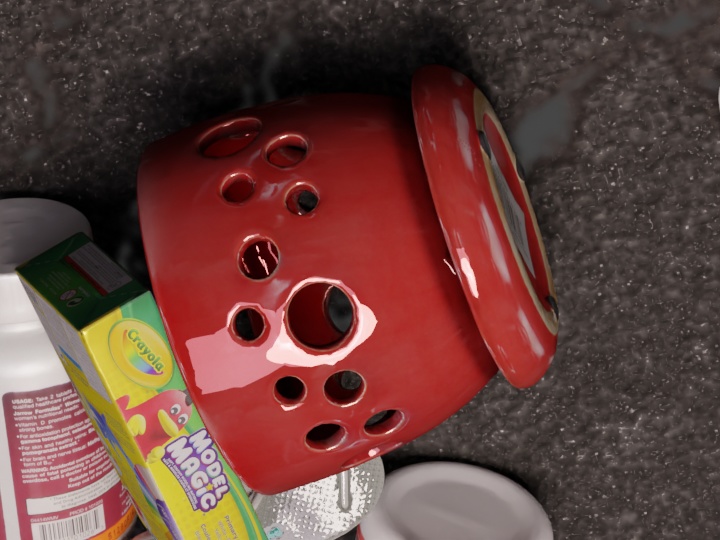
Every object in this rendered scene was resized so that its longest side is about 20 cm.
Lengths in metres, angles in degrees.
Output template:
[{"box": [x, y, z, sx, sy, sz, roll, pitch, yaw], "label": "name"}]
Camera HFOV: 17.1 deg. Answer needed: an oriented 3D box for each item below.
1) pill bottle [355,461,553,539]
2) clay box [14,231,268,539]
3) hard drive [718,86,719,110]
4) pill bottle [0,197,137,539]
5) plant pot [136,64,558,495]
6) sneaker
[{"box": [0.044, 0.225, 1.434, 0.115, 0.116, 0.201, 9, 121, 0], "label": "pill bottle"}, {"box": [-0.109, 0.086, 1.277, 0.047, 0.115, 0.201, -31, 117, -13], "label": "clay box"}, {"box": [0.283, -0.027, 1.249, 0.200, 0.027, 0.132, 17, 132, 42], "label": "hard drive"}, {"box": [-0.189, 0.067, 1.369, 0.109, 0.110, 0.201, 1, 120, 5], "label": "pill bottle"}, {"box": [0.000, 0.000, 1.263, 0.182, 0.201, 0.201, -17, 117, 12], "label": "plant pot"}, {"box": [-0.074, 0.156, 1.401, 0.200, 0.080, 0.071, -31, 100, 2], "label": "sneaker"}]
